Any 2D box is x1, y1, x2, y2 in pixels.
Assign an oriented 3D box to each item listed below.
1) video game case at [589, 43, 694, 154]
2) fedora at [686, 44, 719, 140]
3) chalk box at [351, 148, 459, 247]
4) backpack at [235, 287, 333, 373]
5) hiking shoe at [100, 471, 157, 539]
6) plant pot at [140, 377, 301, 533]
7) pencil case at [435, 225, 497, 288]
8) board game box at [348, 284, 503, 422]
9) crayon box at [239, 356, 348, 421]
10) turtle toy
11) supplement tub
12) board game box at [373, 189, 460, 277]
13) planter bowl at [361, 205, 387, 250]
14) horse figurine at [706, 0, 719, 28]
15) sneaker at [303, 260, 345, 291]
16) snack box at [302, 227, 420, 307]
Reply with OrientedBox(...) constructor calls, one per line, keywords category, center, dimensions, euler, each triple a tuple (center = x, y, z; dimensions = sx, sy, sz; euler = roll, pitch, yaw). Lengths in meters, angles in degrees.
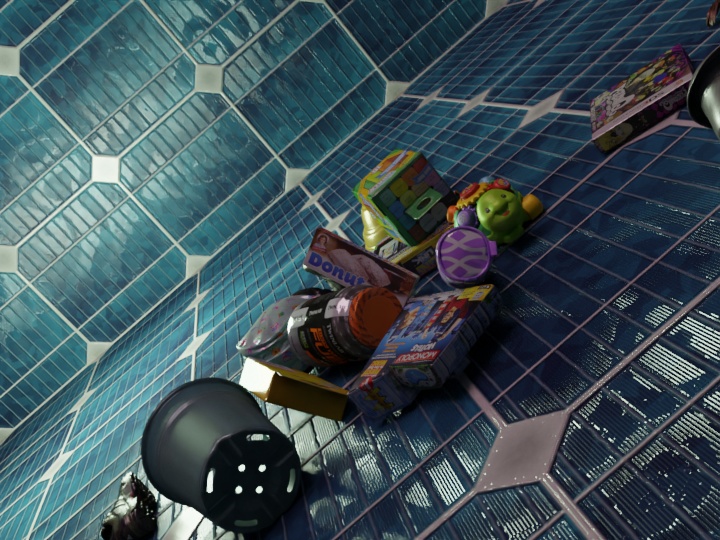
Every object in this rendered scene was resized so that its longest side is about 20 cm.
OrientedBox(category="video game case", center=(0.469, -0.288, 1.476), dimensions=(0.181, 0.036, 0.200), euler=(-32, 18, 27))
OrientedBox(category="fedora", center=(0.490, -0.208, 1.042), dimensions=(0.200, 0.177, 0.090), euler=(-23, 52, 28))
OrientedBox(category="chalk box", center=(0.086, -0.132, 1.595), dimensions=(0.125, 0.124, 0.200), euler=(-43, 16, -5))
OrientedBox(category="backpack", center=(-0.127, 0.124, 1.601), dimensions=(0.167, 0.127, 0.200), euler=(-23, 22, 49))
OrientedBox(category="hiking shoe", center=(-0.421, 0.429, 1.572), dimensions=(0.101, 0.076, 0.200), euler=(-39, 16, -6))
OrientedBox(category="plant pot", center=(-0.190, 0.272, 1.270), dimensions=(0.200, 0.200, 0.196), euler=(-46, 25, -16))
OrientedBox(category="pencil case", center=(0.154, -0.018, 1.299), dimensions=(0.085, 0.084, 0.200), euler=(-16, -4, 3))
OrientedBox(category="board game box", center=(0.084, 0.117, 1.215), dimensions=(0.200, 0.062, 0.200), euler=(-49, 18, -26))
OrientedBox(category="crayon box", center=(-0.101, 0.184, 1.372), dimensions=(0.200, 0.127, 0.051), euler=(4, 76, 70))
OrientedBox(category="turtle toy", center=(0.211, -0.093, 1.436), dimensions=(0.146, 0.101, 0.200), euler=(-42, 15, -3))
OrientedBox(category="supplement tub", center=(-0.023, 0.091, 1.457), dimensions=(0.200, 0.123, 0.123), euler=(-20, 26, 55))
OrientedBox(category="board game box", center=(0.111, -0.047, 1.637), dimensions=(0.200, 0.057, 0.165), euler=(-34, 19, 23))
OrientedBox(category="planter bowl", center=(0.063, -0.141, 1.957), dimensions=(0.200, 0.083, 0.200), euler=(-37, 16, 13))
OrientedBox(category="horse figurine", center=(0.680, -0.510, 1.539), dimensions=(0.200, 0.050, 0.133), euler=(-38, 2, 34))
OrientedBox(category="sneaker", center=(-0.020, 0.023, 1.571), dimensions=(0.200, 0.091, 0.076), euler=(15, 5, 30))
OrientedBox(category="snack box", center=(0.000, 0.000, 1.514), dimensions=(0.024, 0.200, 0.072), euler=(-13, -52, -66))
